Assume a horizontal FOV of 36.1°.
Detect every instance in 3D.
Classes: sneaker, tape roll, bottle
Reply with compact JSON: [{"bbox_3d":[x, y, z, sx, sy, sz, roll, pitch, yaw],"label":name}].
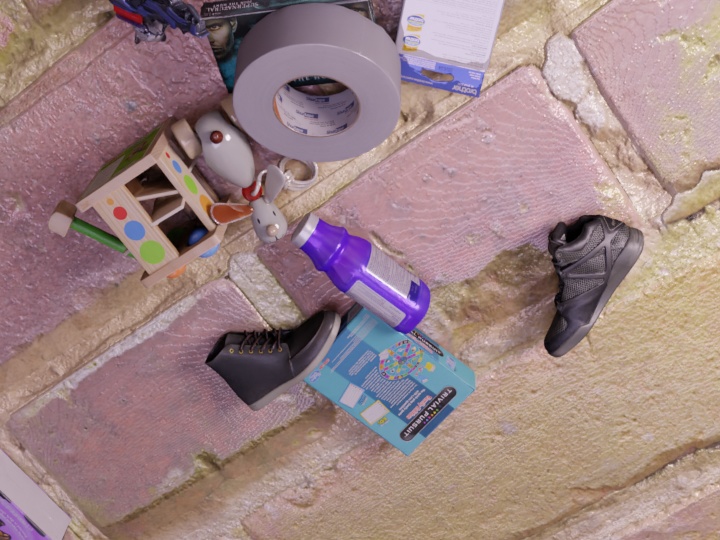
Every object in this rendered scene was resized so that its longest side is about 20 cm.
[{"bbox_3d":[-0.122,0.104,1.512,0.106,0.075,0.200,40,115,-19],"label":"sneaker"},{"bbox_3d":[0.271,0.012,1.435,0.113,0.076,0.201,25,114,-7],"label":"sneaker"},{"bbox_3d":[-0.050,-0.216,1.295,0.196,0.067,0.202,1,146,1],"label":"tape roll"},{"bbox_3d":[0.000,0.000,1.444,0.199,0.084,0.065,35,116,-14],"label":"bottle"}]

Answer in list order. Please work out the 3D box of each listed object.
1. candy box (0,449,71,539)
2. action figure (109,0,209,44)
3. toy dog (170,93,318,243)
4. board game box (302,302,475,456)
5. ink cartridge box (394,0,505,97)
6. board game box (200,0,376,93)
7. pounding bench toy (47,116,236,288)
[{"bbox_3d":[-0.578,0.395,1.704,0.199,0.072,0.168,-33,110,19],"label":"candy box"},{"bbox_3d":[-0.221,-0.345,1.271,0.199,0.104,0.196,35,126,20],"label":"action figure"},{"bbox_3d":[-0.146,-0.122,1.364,0.199,0.096,0.132,38,99,-19],"label":"toy dog"},{"bbox_3d":[0.038,0.146,1.537,0.199,0.047,0.151,37,114,-14],"label":"board game box"},{"bbox_3d":[0.108,-0.314,1.296,0.117,0.042,0.203,11,116,-1],"label":"ink cartridge box"},{"bbox_3d":[-0.077,-0.271,1.305,0.196,0.029,0.136,-5,149,7],"label":"board game box"},{"bbox_3d":[-0.279,-0.062,1.412,0.198,0.125,0.157,-30,112,19],"label":"pounding bench toy"}]
